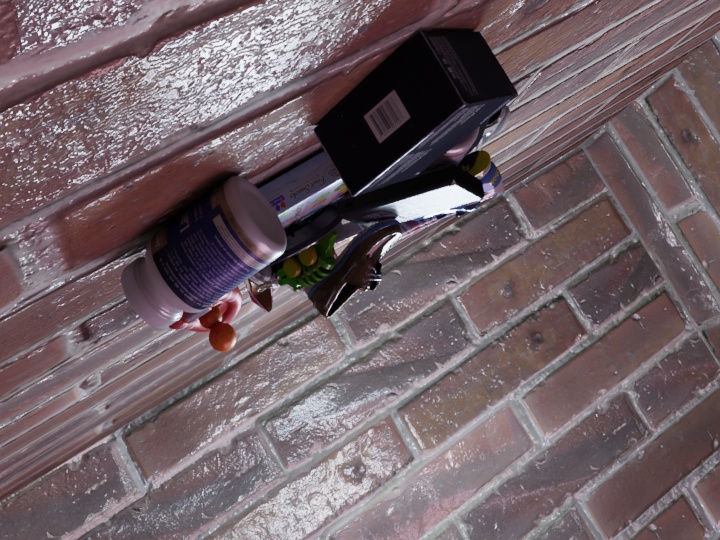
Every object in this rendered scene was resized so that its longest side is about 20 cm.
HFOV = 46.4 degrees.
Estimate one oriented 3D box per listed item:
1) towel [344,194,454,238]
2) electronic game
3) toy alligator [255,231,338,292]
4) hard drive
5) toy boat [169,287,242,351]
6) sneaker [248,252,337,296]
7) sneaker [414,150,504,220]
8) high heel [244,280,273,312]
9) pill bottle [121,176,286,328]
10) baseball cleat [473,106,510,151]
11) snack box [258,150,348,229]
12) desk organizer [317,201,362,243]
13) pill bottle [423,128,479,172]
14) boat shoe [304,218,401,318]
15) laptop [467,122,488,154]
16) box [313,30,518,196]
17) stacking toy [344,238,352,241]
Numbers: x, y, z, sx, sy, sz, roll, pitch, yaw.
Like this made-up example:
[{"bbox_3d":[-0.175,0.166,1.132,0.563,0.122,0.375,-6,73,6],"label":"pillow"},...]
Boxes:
[{"bbox_3d":[0.078,-0.119,1.517,0.197,0.147,0.030,-26,138,-19],"label":"towel"},{"bbox_3d":[-0.115,-0.055,1.341,0.197,0.042,0.201,-24,-163,8],"label":"electronic game"},{"bbox_3d":[-0.095,0.006,1.354,0.199,0.055,0.059,-35,168,35],"label":"toy alligator"},{"bbox_3d":[0.080,-0.111,1.308,0.196,0.034,0.139,-14,168,26],"label":"hard drive"},{"bbox_3d":[-0.271,0.088,1.537,0.129,0.132,0.200,-32,175,2],"label":"toy boat"},{"bbox_3d":[-0.103,-0.004,1.444,0.119,0.086,0.198,-15,159,39],"label":"sneaker"},{"bbox_3d":[0.154,-0.124,1.419,0.198,0.082,0.075,-22,-136,37],"label":"sneaker"},{"bbox_3d":[-0.191,0.023,1.620,0.067,0.097,0.200,-31,175,-8],"label":"high heel"},{"bbox_3d":[-0.201,-0.018,1.070,0.198,0.117,0.116,-34,175,14],"label":"pill bottle"},{"bbox_3d":[0.207,-0.262,1.659,0.200,0.070,0.106,-44,165,16],"label":"baseball cleat"},{"bbox_3d":[-0.084,-0.115,1.236,0.198,0.054,0.142,-31,175,-15],"label":"snack box"},{"bbox_3d":[0.000,-0.116,1.595,0.197,0.073,0.077,-24,-167,-23],"label":"desk organizer"},{"bbox_3d":[0.106,-0.193,1.307,0.108,0.110,0.200,-30,171,-18],"label":"pill bottle"},{"bbox_3d":[0.000,0.000,1.366,0.200,0.073,0.072,-42,155,19],"label":"boat shoe"},{"bbox_3d":[0.155,-0.247,1.491,0.177,0.102,0.203,-45,160,-58],"label":"laptop"},{"bbox_3d":[0.073,-0.204,1.083,0.199,0.105,0.181,-36,173,33],"label":"box"},{"bbox_3d":[-0.021,-0.096,1.722,0.197,0.087,0.085,-24,172,-25],"label":"stacking toy"}]
